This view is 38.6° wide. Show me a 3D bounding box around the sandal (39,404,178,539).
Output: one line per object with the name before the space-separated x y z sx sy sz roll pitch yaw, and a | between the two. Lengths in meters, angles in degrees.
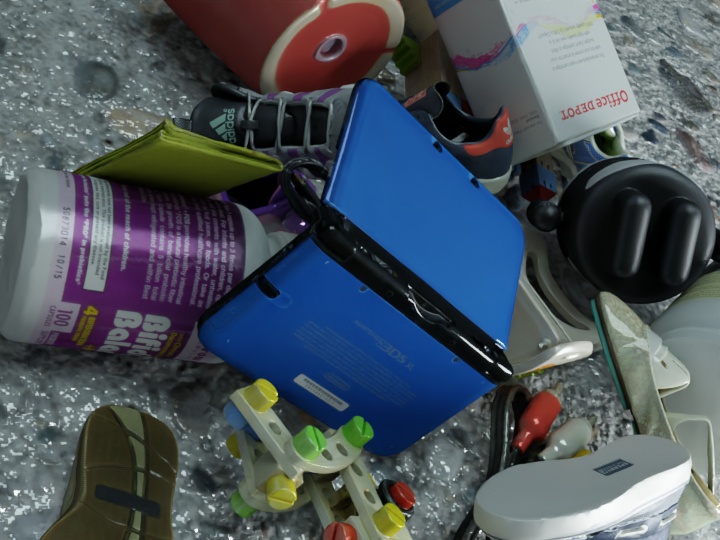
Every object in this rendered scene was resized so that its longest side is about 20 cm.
sandal | -0.146 0.155 0.577 0.080 0.054 0.200 26 26 -17

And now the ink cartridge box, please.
ink cartridge box | 0.157 -0.208 0.949 0.144 0.085 0.200 -23 90 -42

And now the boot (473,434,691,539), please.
boot | 0.155 0.179 0.705 0.200 0.091 0.073 -5 19 -36

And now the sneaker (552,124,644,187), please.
sneaker | 0.235 -0.151 1.096 0.076 0.077 0.200 -7 54 -36

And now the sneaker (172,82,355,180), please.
sneaker | -0.074 -0.108 0.794 0.140 0.200 0.078 5 87 -27

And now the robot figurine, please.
robot figurine | 0.241 -0.037 0.919 0.150 0.125 0.200 48 7 -6

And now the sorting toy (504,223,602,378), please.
sorting toy | 0.129 0.016 0.859 0.180 0.107 0.200 0 48 -44

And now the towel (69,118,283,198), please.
towel | -0.139 -0.063 0.687 0.086 0.200 0.018 11 77 -35

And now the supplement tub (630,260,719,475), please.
supplement tub | 0.327 0.074 0.886 0.145 0.145 0.200 45 42 13

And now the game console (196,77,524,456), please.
game console | 0.010 0.006 0.693 0.200 0.171 0.118 38 23 -36

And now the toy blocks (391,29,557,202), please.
toy blocks | 0.116 -0.137 0.997 0.200 0.100 0.137 25 49 -32

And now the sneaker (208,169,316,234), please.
sneaker | -0.051 -0.030 0.785 0.200 0.089 0.081 25 40 -12

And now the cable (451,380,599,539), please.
cable | 0.114 0.148 0.740 0.097 0.050 0.200 57 39 -5

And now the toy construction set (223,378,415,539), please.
toy construction set | -0.015 0.167 0.614 0.131 0.092 0.200 25 43 -49

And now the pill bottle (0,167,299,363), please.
pill bottle | -0.129 0.003 0.683 0.200 0.112 0.112 9 46 -25

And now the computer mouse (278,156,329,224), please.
computer mouse | 0.000 0.000 0.767 0.200 0.059 0.034 60 -1 -18

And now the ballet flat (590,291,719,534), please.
ballet flat | 0.235 0.105 0.800 0.067 0.062 0.200 -31 104 -72

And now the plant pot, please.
plant pot | -0.065 -0.249 0.902 0.200 0.201 0.178 -11 58 -39

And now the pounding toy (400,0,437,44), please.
pounding toy | 0.090 -0.337 1.115 0.142 0.200 0.184 46 33 -31

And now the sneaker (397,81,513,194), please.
sneaker | 0.037 -0.129 0.903 0.199 0.085 0.075 9 38 7
